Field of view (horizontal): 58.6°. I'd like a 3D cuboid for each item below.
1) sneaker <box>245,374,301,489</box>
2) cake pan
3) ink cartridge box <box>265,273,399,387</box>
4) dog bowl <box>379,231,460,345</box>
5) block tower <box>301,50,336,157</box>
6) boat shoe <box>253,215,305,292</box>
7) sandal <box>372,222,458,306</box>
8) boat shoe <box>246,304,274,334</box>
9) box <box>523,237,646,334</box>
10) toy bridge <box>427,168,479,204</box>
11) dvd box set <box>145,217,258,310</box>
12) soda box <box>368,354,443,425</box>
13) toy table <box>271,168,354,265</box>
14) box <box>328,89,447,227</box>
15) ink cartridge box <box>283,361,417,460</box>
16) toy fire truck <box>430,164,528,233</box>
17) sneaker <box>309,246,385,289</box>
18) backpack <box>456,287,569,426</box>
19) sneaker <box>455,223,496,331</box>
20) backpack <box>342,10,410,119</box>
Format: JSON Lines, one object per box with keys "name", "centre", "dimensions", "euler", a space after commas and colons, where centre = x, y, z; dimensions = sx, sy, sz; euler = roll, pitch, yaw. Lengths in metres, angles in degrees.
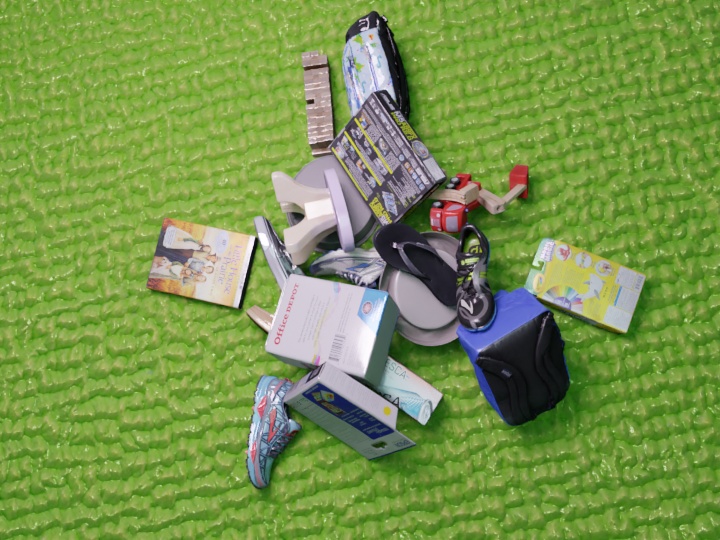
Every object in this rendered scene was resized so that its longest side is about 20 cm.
{"name": "sneaker", "centre": [-0.157, 0.298, 1.176], "dimensions": [0.093, 0.079, 0.205], "euler": [5, 80, 4]}
{"name": "cake pan", "centre": [-0.055, -0.136, 1.264], "dimensions": [0.195, 0.037, 0.205], "euler": [-1, 79, 5]}
{"name": "ink cartridge box", "centre": [-0.048, 0.101, 1.107], "dimensions": [0.196, 0.085, 0.147], "euler": [11, 72, 23]}
{"name": "dog bowl", "centre": [0.123, 0.033, 1.177], "dimensions": [0.195, 0.059, 0.205], "euler": [0, 90, -14]}
{"name": "block tower", "centre": [-0.082, -0.337, 1.294], "dimensions": [0.053, 0.058, 0.205], "euler": [-7, 80, 5]}
{"name": "boat shoe", "centre": [-0.143, -0.019, 1.243], "dimensions": [0.070, 0.072, 0.203], "euler": [-25, 88, -9]}
{"name": "sandal", "centre": [0.110, -0.016, 1.122], "dimensions": [0.198, 0.043, 0.077], "euler": [36, 82, -11]}
{"name": "boat shoe", "centre": [-0.123, 0.114, 1.214], "dimensions": [0.198, 0.071, 0.065], "euler": [31, 78, 0]}
{"name": "box", "centre": [0.409, 0.027, 1.186], "dimensions": [0.197, 0.048, 0.119], "euler": [23, 83, 7]}
{"name": "toy bridge", "centre": [0.131, -0.166, 1.195], "dimensions": [0.066, 0.028, 0.199], "euler": [-30, 39, -20]}
{"name": "dvd box set", "centre": [-0.313, -0.014, 1.271], "dimensions": [0.196, 0.029, 0.150], "euler": [12, 81, 8]}
{"name": "soda box", "centre": [0.054, 0.198, 1.181], "dimensions": [0.198, 0.064, 0.069], "euler": [34, 84, 11]}
{"name": "toy table", "centre": [-0.085, -0.100, 1.150], "dimensions": [0.115, 0.201, 0.187], "euler": [-13, 115, -3]}
{"name": "box", "centre": [0.045, -0.198, 1.173], "dimensions": [0.044, 0.160, 0.202], "euler": [-26, 78, -44]}
{"name": "ink cartridge box", "centre": [-0.019, 0.245, 1.102], "dimensions": [0.198, 0.198, 0.048], "euler": [33, 58, -9]}
{"name": "toy fire truck", "centre": [0.225, -0.133, 1.190], "dimensions": [0.138, 0.050, 0.201], "euler": [10, 41, 27]}
{"name": "sneaker", "centre": [0.000, 0.000, 1.217], "dimensions": [0.195, 0.077, 0.087], "euler": [-7, 83, 5]}
{"name": "backpack", "centre": [0.270, 0.148, 1.118], "dimensions": [0.160, 0.168, 0.202], "euler": [-28, 115, 1]}
{"name": "sneaker", "centre": [0.187, 0.010, 1.088], "dimensions": [0.069, 0.083, 0.203], "euler": [-12, 56, 25]}
{"name": "backpack", "centre": [0.032, -0.364, 1.247], "dimensions": [0.152, 0.163, 0.203], "euler": [-28, 85, 8]}
